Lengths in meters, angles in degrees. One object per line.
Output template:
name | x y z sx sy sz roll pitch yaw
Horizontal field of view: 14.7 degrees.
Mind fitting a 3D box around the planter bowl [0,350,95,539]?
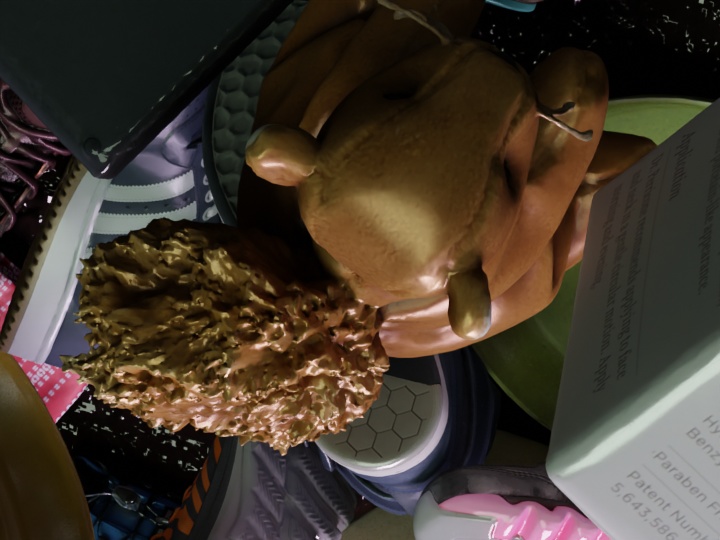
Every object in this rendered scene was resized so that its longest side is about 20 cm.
planter bowl | -0.201 0.100 1.143 0.083 0.200 0.200 -28 115 24

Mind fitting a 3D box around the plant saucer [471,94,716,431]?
plant saucer | 0.135 0.004 1.131 0.200 0.031 0.200 10 131 12

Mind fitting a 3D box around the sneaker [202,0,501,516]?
sneaker | -0.001 0.001 1.121 0.077 0.203 0.146 -16 160 9

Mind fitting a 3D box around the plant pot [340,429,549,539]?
plant pot | 0.054 0.147 1.192 0.200 0.200 0.135 -34 88 38

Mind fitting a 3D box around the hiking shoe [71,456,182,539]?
hiking shoe | -0.114 0.130 1.303 0.200 0.074 0.087 -3 127 24

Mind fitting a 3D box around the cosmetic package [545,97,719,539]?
cosmetic package | 0.186 0.013 0.826 0.165 0.165 0.200 43 120 -16

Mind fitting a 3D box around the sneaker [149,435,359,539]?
sneaker | -0.073 0.112 1.137 0.112 0.200 0.078 -21 115 28

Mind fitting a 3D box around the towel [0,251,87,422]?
towel | -0.218 0.029 1.201 0.200 0.145 0.022 47 167 -26

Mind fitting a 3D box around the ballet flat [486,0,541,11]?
ballet flat | -0.018 -0.153 1.042 0.200 0.067 0.064 17 102 4

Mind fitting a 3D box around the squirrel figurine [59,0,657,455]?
squirrel figurine | 0.001 -0.008 0.935 0.142 0.187 0.200 43 96 -5

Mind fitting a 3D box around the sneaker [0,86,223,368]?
sneaker | -0.070 -0.026 1.162 0.108 0.070 0.200 22 126 -9

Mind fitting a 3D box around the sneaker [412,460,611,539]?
sneaker | 0.109 0.092 1.103 0.200 0.095 0.079 8 140 -23

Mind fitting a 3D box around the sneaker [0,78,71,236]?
sneaker | -0.147 -0.046 1.070 0.076 0.200 0.115 35 158 -25

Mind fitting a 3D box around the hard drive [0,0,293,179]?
hard drive | -0.111 -0.152 1.011 0.140 0.033 0.200 -44 84 8
